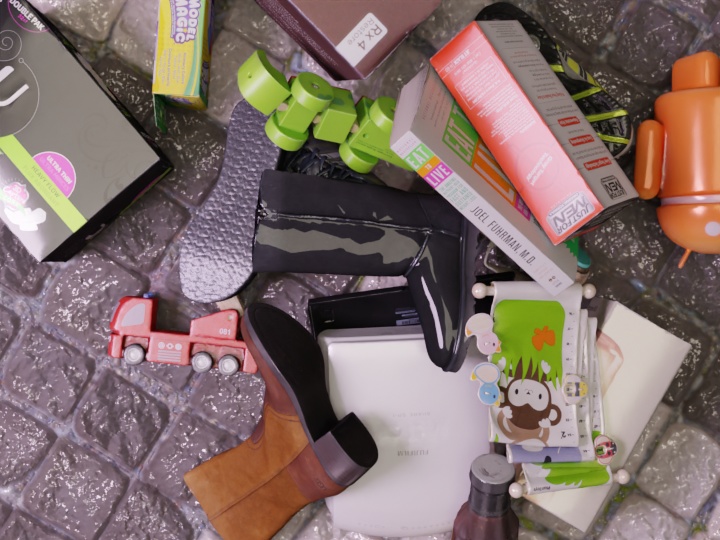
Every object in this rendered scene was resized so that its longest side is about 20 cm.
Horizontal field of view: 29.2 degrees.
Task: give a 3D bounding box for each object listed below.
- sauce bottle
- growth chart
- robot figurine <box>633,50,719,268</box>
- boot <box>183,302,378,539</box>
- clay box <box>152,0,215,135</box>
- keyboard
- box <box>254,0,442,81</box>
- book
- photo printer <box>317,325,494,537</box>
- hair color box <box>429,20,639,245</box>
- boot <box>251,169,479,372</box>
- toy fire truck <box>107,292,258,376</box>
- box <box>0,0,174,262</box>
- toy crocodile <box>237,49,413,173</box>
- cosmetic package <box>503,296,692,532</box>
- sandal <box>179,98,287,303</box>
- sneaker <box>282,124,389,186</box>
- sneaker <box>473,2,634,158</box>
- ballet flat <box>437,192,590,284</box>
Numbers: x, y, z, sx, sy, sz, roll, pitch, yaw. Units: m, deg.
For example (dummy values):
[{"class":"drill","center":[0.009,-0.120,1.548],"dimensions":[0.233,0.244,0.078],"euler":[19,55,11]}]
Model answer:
[{"class":"sauce bottle","center":[0.112,0.257,1.277],"dimensions":[0.066,0.066,0.201],"euler":[-1,125,-2]},{"class":"growth chart","center":[0.164,0.103,1.224],"dimensions":[0.144,0.018,0.201],"euler":[-9,90,-25]},{"class":"robot figurine","center":[0.336,-0.103,1.301],"dimensions":[0.116,0.144,0.201],"euler":[-1,90,37]},{"class":"boot","center":[-0.097,0.150,1.290],"dimensions":[0.200,0.068,0.189],"euler":[-39,89,37]},{"class":"clay box","center":[-0.161,-0.228,1.284],"dimensions":[0.047,0.115,0.201],"euler":[3,91,-2]},{"class":"keyboard","center":[0.049,0.023,1.313],"dimensions":[0.199,0.021,0.128],"euler":[-8,128,-1]},{"class":"box","center":[-0.011,-0.283,1.237],"dimensions":[0.166,0.200,0.164],"euler":[-46,101,-2]},{"class":"book","center":[0.113,-0.080,1.229],"dimensions":[0.200,0.134,0.048],"euler":[41,121,-16]},{"class":"photo printer","center":[0.044,0.153,1.307],"dimensions":[0.166,0.069,0.201],"euler":[-2,99,-4]},{"class":"hair color box","center":[0.156,-0.126,1.233],"dimensions":[0.061,0.101,0.200],"euler":[-39,79,29]},{"class":"boot","center":[0.000,-0.001,1.228],"dimensions":[0.199,0.066,0.166],"euler":[8,74,-11]},{"class":"toy fire truck","center":[-0.136,0.027,1.320],"dimensions":[0.199,0.049,0.142],"euler":[7,90,-1]},{"class":"box","center":[-0.294,-0.127,1.276],"dimensions":[0.148,0.124,0.200],"euler":[-41,90,-1]},{"class":"toy crocodile","center":[-0.020,-0.141,1.256],"dimensions":[0.199,0.062,0.068],"euler":[16,132,-26]},{"class":"cosmetic package","center":[0.217,0.133,1.307],"dimensions":[0.087,0.103,0.201],"euler":[30,88,-3]},{"class":"sandal","center":[-0.107,-0.061,1.282],"dimensions":[0.076,0.043,0.201],"euler":[19,85,12]},{"class":"sneaker","center":[-0.024,-0.086,1.306],"dimensions":[0.200,0.081,0.074],"euler":[32,89,-2]},{"class":"sneaker","center":[0.180,-0.174,1.321],"dimensions":[0.075,0.076,0.200],"euler":[-44,73,11]},{"class":"ballet flat","center":[0.127,-0.039,1.323],"dimensions":[0.200,0.068,0.067],"euler":[40,117,0]}]
